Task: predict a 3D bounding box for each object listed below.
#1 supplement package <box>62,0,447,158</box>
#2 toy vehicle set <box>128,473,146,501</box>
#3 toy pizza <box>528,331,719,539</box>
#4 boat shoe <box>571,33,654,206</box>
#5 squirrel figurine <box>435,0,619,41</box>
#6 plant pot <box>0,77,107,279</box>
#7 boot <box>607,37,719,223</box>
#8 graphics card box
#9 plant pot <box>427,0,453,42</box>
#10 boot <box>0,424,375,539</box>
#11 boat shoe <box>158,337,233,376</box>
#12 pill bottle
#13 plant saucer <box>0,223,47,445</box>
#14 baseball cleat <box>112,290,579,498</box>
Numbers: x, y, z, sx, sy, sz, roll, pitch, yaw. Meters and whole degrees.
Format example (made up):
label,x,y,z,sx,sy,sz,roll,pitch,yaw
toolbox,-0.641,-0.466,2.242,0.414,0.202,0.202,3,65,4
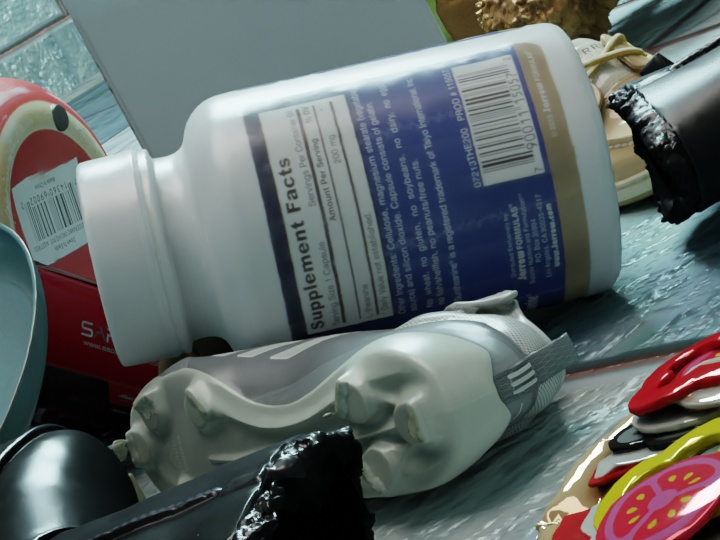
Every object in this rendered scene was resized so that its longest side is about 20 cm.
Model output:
label,x,y,z,sx,sy,sz,roll,pitch,yaw
supplement package,-0.035,-0.085,1.070,0.151,0.201,0.151,-29,12,-2
toy vehicle set,-0.188,0.147,0.880,0.199,0.027,0.124,-21,14,35
toy pizza,0.127,0.039,0.586,0.199,0.032,0.200,-28,12,6
boat shoe,0.110,-0.074,1.007,0.074,0.069,0.200,-33,12,-19
squirrel figurine,0.120,-0.196,1.350,0.186,0.142,0.200,-31,8,23
plant pot,-0.240,-0.002,1.241,0.182,0.201,0.200,-13,17,24
boot,0.181,-0.077,0.810,0.162,0.074,0.198,-25,5,2
graphics card box,-0.180,0.056,1.031,0.199,0.051,0.125,-18,-26,37
plant pot,0.020,-0.215,1.579,0.200,0.201,0.184,-15,29,49
boot,-0.069,0.094,0.716,0.162,0.074,0.198,-27,19,23
boat shoe,0.000,0.001,0.945,0.199,0.072,0.068,-30,11,-4
pill bottle,-0.006,-0.024,0.851,0.199,0.112,0.111,-13,11,-3
plant saucer,-0.196,0.070,0.902,0.200,0.027,0.201,-31,39,29
baseball cleat,-0.001,0.052,0.789,0.106,0.070,0.200,-21,9,-38
